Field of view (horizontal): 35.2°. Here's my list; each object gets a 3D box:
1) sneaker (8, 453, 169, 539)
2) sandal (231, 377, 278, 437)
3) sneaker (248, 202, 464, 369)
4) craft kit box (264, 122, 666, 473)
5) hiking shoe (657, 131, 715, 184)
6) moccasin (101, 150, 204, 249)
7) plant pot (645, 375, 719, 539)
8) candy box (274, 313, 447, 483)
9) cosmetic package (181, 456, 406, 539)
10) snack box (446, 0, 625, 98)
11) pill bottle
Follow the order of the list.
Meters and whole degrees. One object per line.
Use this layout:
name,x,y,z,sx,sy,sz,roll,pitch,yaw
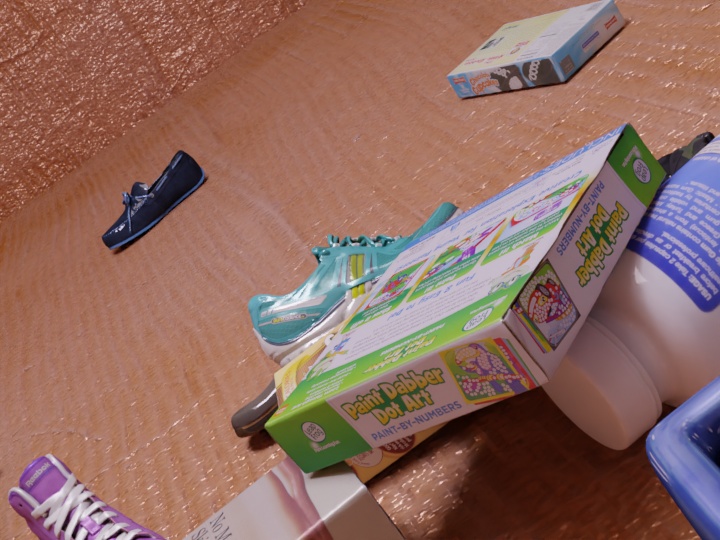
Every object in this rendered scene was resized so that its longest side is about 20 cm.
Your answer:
sneaker,-0.214,0.199,0.868,0.073,0.115,0.200,-45,24,-29
sandal,-0.045,0.059,0.971,0.200,0.055,0.082,-44,1,-13
sneaker,0.000,0.000,0.912,0.200,0.080,0.078,-34,-14,-12
craft kit box,0.061,0.017,0.658,0.200,0.049,0.198,-29,13,45
hiking shoe,0.195,-0.019,0.797,0.100,0.076,0.200,-25,12,47
moccasin,-0.340,-0.114,1.802,0.200,0.068,0.080,-46,23,-26
plant pot,0.233,0.096,0.314,0.200,0.180,0.200,-35,21,2
candy box,0.032,0.065,0.816,0.200,0.055,0.116,-37,28,12
cosmetic package,-0.066,0.201,0.673,0.200,0.087,0.103,-38,19,-8
snack box,0.201,-0.258,1.333,0.116,0.037,0.200,-43,22,-22
pill bottle,0.194,0.008,0.661,0.200,0.112,0.112,-39,21,-12
